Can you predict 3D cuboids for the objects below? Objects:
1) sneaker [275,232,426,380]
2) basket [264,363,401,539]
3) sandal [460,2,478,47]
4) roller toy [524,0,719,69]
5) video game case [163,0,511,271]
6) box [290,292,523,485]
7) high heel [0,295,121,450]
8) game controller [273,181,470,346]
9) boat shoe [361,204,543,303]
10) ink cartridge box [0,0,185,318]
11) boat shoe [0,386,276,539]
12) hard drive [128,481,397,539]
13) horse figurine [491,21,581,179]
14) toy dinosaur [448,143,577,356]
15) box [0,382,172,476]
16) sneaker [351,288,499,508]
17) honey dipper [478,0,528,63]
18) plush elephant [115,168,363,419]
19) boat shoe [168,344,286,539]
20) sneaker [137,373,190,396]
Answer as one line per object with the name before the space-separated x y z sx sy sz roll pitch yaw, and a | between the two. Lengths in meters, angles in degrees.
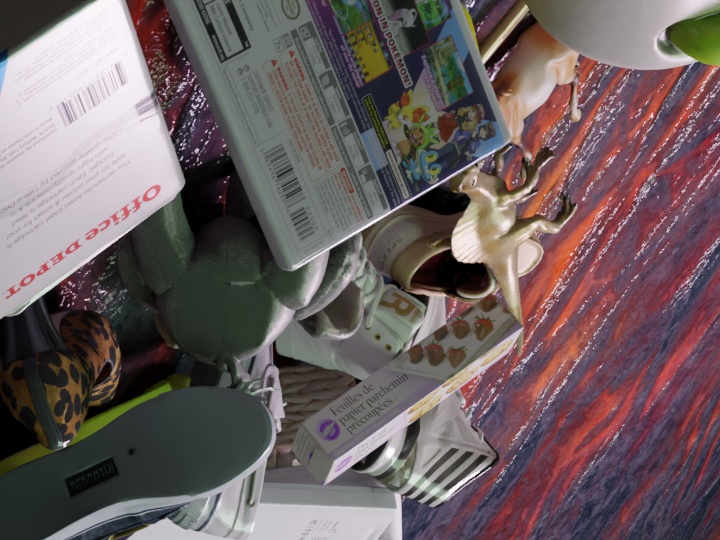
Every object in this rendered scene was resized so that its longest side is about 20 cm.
sneaker | 0.000 0.000 1.320 0.074 0.115 0.201 -52 155 -41
basket | -0.038 0.174 1.503 0.134 0.124 0.201 -5 148 -3
sandal | 0.016 -0.141 1.229 0.086 0.080 0.199 -15 -179 35
roller toy | 0.191 -0.242 1.187 0.140 0.198 0.184 86 20 -58
video game case | -0.013 -0.130 1.100 0.181 0.023 0.202 -30 108 -24
box | 0.036 0.085 1.313 0.199 0.039 0.042 -32 159 -32
high heel | -0.191 0.086 1.169 0.071 0.144 0.200 -19 148 1
game controller | 0.007 -0.009 1.432 0.200 0.042 0.104 -48 154 9
boat shoe | 0.082 -0.006 1.417 0.199 0.069 0.074 0 129 -45
ink cartridge box | -0.191 -0.083 0.990 0.146 0.084 0.201 -36 154 -15
boat shoe | -0.142 0.134 1.165 0.198 0.071 0.091 -20 161 6
hard drive | -0.086 0.202 1.396 0.198 0.027 0.132 4 146 -19
horse figurine | 0.135 -0.138 1.391 0.200 0.050 0.133 -47 152 -13
toy dinosaur | 0.110 -0.035 1.365 0.101 0.058 0.201 -39 136 -15
box | -0.230 0.149 1.278 0.199 0.048 0.122 -24 175 -35
sneaker | 0.057 0.105 1.431 0.115 0.202 0.075 37 134 -23
honey dipper | 0.088 -0.160 1.332 0.200 0.038 0.038 -51 153 8
plush elephant | -0.080 -0.003 1.215 0.163 0.155 0.202 -1 107 0
boat shoe | -0.090 0.104 1.323 0.066 0.202 0.073 25 154 -22
sneaker | -0.157 0.170 1.419 0.074 0.084 0.201 -25 149 -33
